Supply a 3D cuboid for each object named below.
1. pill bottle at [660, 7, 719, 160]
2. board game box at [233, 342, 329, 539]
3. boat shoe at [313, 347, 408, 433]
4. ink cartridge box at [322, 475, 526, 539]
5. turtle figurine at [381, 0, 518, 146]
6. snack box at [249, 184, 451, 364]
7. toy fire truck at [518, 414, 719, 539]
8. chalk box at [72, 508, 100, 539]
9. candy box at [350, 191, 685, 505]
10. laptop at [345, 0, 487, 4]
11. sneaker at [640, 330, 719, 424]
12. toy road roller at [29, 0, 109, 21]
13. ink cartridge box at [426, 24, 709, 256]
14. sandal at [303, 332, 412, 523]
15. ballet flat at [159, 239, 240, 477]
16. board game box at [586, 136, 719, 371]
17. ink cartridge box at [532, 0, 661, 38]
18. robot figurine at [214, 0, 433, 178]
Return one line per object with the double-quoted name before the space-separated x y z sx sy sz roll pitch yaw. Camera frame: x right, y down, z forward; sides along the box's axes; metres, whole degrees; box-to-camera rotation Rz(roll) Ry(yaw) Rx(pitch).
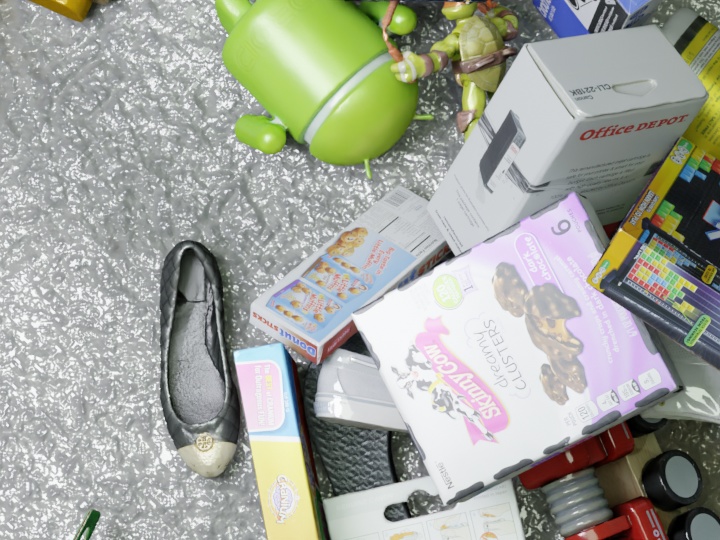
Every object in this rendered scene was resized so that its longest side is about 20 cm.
"pill bottle" 0.314 -0.118 1.652 0.200 0.112 0.113 37 84 7
"board game box" -0.059 0.166 1.602 0.040 0.153 0.200 -11 82 1
"boat shoe" 0.055 0.099 1.622 0.200 0.072 0.069 8 83 -21
"ink cartridge box" 0.065 0.270 1.636 0.162 0.050 0.200 -13 80 0
"turtle figurine" 0.104 -0.171 1.666 0.064 0.200 0.162 -6 106 40
"snack box" 0.000 0.000 1.627 0.072 0.024 0.200 31 48 23
"toy fire truck" 0.161 0.195 1.581 0.200 0.129 0.176 -16 79 -40
"chalk box" -0.247 0.290 1.605 0.124 0.125 0.200 10 81 3
"candy box" 0.120 0.062 1.522 0.200 0.072 0.168 -29 80 11
"laptop" 0.081 -0.305 1.646 0.200 0.177 0.103 2 125 3
"sneaker" 0.226 0.055 1.563 0.200 0.074 0.116 22 88 16
"toy road roller" -0.291 -0.311 1.683 0.200 0.146 0.123 25 83 5
"ink cartridge box" 0.162 -0.094 1.582 0.144 0.200 0.084 -12 59 -34
"sandal" -0.002 0.148 1.663 0.076 0.043 0.201 -8 91 6
"ballet flat" -0.141 0.074 1.666 0.066 0.057 0.200 -8 81 1
"board game box" 0.273 -0.005 1.484 0.165 0.200 0.057 32 122 5
"ink cartridge box" 0.193 -0.225 1.627 0.044 0.200 0.094 -36 81 -6
"robot figurine" -0.035 -0.172 1.669 0.175 0.116 0.200 -44 83 -10
